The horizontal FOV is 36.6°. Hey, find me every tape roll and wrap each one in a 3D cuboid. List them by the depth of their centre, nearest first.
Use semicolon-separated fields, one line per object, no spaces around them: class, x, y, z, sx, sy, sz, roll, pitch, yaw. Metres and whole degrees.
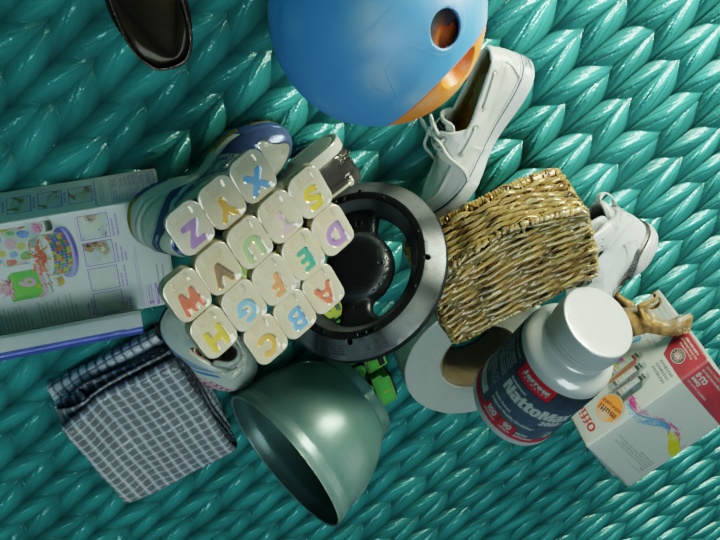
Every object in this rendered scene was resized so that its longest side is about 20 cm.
tape roll;0.141;0.088;1.386;0.199;0.071;0.205;-11;132;-12

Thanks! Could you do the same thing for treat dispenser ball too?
treat dispenser ball;0.015;-0.231;0.971;0.197;0.202;0.203;-10;133;-11

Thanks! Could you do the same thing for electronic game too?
electronic game;0.000;0.000;1.161;0.198;0.202;0.042;-32;150;9

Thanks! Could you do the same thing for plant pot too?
plant pot;-0.048;0.193;1.344;0.134;0.199;0.202;-39;138;-22

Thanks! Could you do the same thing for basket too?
basket;0.145;-0.044;1.213;0.197;0.150;0.144;-25;137;3

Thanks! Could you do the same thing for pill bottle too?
pill bottle;0.225;0.110;1.271;0.117;0.121;0.201;4;145;-23

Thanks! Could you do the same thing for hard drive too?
hard drive;-0.335;0.074;1.165;0.196;0.132;0.026;-11;89;-15

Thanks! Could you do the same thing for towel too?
towel;-0.257;0.181;1.309;0.163;0.086;0.201;-26;133;2

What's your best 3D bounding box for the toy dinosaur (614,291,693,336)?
toy dinosaur;0.332;0.062;1.431;0.197;0.060;0.108;-6;97;29

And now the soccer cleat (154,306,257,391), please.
soccer cleat;-0.159;0.101;1.246;0.071;0.085;0.200;-58;148;-11

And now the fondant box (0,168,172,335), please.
fondant box;-0.300;-0.019;1.138;0.196;0.059;0.146;-11;132;-13

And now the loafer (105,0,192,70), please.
loafer;-0.198;-0.255;0.961;0.072;0.072;0.202;-20;133;-2

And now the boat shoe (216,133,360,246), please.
boat shoe;-0.087;-0.061;1.153;0.199;0.074;0.061;-40;112;-5

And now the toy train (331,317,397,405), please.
toy train;0.002;0.106;1.373;0.056;0.042;0.202;-28;134;-8

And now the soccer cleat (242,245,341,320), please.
soccer cleat;-0.084;0.005;1.237;0.198;0.065;0.085;15;109;-34

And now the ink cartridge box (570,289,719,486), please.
ink cartridge box;0.387;0.164;1.492;0.199;0.146;0.144;-38;131;13

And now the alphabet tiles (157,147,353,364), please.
alphabet tiles;-0.099;-0.010;1.067;0.199;0.015;0.197;-41;123;-16

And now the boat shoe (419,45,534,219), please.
boat shoe;0.101;-0.149;1.163;0.085;0.075;0.203;15;121;-31

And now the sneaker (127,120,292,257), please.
sneaker;-0.133;-0.075;1.092;0.199;0.088;0.076;-39;134;-24

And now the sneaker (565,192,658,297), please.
sneaker;0.277;0.003;1.339;0.114;0.075;0.201;36;86;-34
